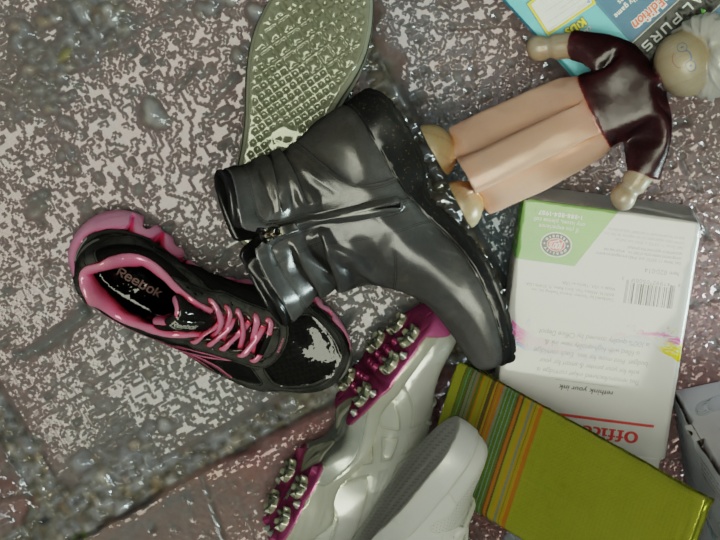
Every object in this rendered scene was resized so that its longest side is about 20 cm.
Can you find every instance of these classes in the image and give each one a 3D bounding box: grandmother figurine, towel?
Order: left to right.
[{"bbox_3d":[0.125,0.134,1.375,0.200,0.018,0.086,28,109,36],"label":"towel"},{"bbox_3d":[0.145,-0.096,1.368,0.200,0.061,0.122,-28,94,7],"label":"grandmother figurine"}]

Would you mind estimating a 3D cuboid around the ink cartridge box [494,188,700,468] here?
[{"bbox_3d":[0.148,0.053,1.443,0.117,0.067,0.201,8,101,0],"label":"ink cartridge box"}]

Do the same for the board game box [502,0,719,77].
[{"bbox_3d":[0.150,-0.215,1.398,0.151,0.047,0.200,-42,98,9],"label":"board game box"}]

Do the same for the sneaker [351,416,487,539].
[{"bbox_3d":[0.059,0.183,1.402,0.115,0.074,0.200,29,129,-3],"label":"sneaker"}]

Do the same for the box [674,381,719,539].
[{"bbox_3d":[0.265,0.175,1.401,0.096,0.200,0.177,-9,101,2],"label":"box"}]

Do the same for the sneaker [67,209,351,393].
[{"bbox_3d":[-0.100,0.031,1.429,0.199,0.095,0.079,23,100,-5],"label":"sneaker"}]

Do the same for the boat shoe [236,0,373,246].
[{"bbox_3d":[-0.040,-0.107,1.418,0.074,0.062,0.201,13,90,1],"label":"boat shoe"}]

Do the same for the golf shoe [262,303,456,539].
[{"bbox_3d":[0.017,0.113,1.463,0.091,0.075,0.200,29,106,-17],"label":"golf shoe"}]

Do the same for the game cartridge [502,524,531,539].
[{"bbox_3d":[0.181,0.242,1.425,0.041,0.133,0.200,-46,67,22],"label":"game cartridge"}]

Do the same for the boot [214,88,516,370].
[{"bbox_3d":[0.000,0.000,1.374,0.131,0.070,0.200,-33,95,-15],"label":"boot"}]
